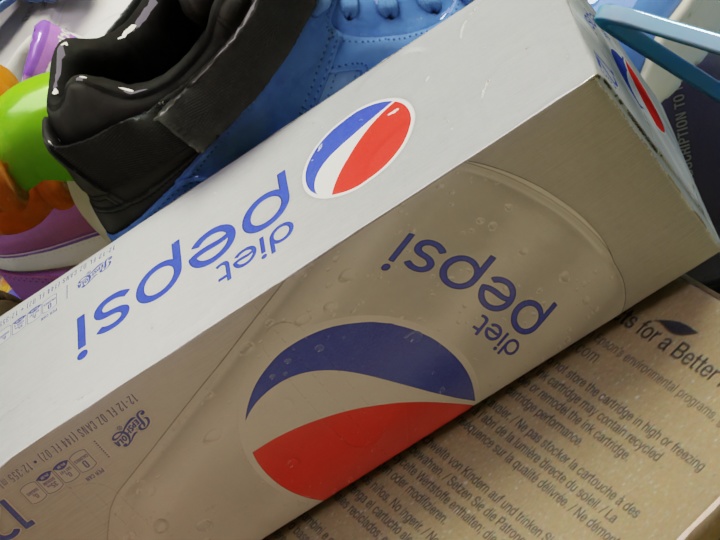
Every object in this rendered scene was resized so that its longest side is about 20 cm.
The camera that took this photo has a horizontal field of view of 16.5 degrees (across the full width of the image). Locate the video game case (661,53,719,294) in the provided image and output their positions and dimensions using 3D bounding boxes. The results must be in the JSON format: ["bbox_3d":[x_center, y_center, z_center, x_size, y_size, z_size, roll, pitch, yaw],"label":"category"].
[{"bbox_3d":[0.155,-0.079,0.680,0.199,0.019,0.144,-17,67,34],"label":"video game case"}]

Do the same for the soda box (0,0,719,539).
[{"bbox_3d":[-0.013,0.010,0.629,0.199,0.064,0.068,-33,31,13],"label":"soda box"}]

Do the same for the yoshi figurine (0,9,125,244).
[{"bbox_3d":[-0.042,-0.078,0.759,0.199,0.112,0.113,-15,48,9],"label":"yoshi figurine"}]

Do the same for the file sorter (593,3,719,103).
[{"bbox_3d":[0.165,-0.115,0.590,0.138,0.122,0.201,23,90,40],"label":"file sorter"}]

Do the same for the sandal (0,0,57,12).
[{"bbox_3d":[-0.167,-0.114,0.926,0.199,0.079,0.087,-31,36,21],"label":"sandal"}]

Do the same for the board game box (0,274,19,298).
[{"bbox_3d":[-0.224,-0.036,0.929,0.134,0.200,0.045,-18,38,33],"label":"board game box"}]

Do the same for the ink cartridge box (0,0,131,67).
[{"bbox_3d":[-0.067,-0.108,0.959,0.199,0.083,0.147,-21,37,31],"label":"ink cartridge box"}]

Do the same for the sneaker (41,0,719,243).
[{"bbox_3d":[0.006,-0.071,0.668,0.199,0.111,0.077,-34,29,10],"label":"sneaker"}]

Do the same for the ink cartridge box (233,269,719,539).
[{"bbox_3d":[0.031,0.070,0.639,0.165,0.075,0.200,-43,30,-6],"label":"ink cartridge box"}]

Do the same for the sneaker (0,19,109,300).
[{"bbox_3d":[-0.054,-0.050,0.846,0.200,0.114,0.073,-27,32,19],"label":"sneaker"}]

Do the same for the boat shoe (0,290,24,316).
[{"bbox_3d":[-0.121,0.090,0.801,0.076,0.071,0.200,-49,24,20],"label":"boat shoe"}]
